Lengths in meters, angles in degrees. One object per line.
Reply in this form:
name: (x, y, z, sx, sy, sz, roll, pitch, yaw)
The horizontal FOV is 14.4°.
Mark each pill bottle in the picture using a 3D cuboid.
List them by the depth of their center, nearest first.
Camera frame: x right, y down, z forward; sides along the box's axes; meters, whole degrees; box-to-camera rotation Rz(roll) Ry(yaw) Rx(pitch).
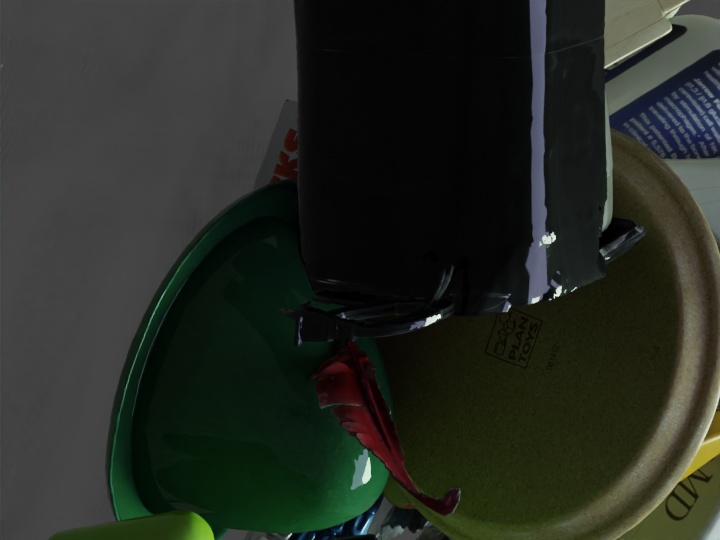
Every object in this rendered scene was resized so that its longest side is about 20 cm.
pill bottle: (0.146, -0.056, 1.386, 0.200, 0.111, 0.111, -32, 149, -28)

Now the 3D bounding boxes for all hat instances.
hat: (0.009, 0.072, 1.152, 0.200, 0.175, 0.166, -43, 143, -45)

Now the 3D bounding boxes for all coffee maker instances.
coffee maker: (0.038, -0.093, 1.070, 0.192, 0.134, 0.201, -69, 156, -75)

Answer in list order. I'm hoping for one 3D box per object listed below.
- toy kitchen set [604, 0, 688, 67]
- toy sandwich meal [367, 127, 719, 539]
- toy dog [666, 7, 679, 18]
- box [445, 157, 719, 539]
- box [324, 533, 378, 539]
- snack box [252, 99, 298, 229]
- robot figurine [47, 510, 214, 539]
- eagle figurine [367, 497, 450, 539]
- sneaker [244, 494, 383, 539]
toy kitchen set: (0.045, -0.159, 1.287, 0.199, 0.181, 0.163, -30, -178, -22)
toy sandwich meal: (0.080, 0.034, 1.211, 0.070, 0.205, 0.206, 12, 98, -51)
toy dog: (0.125, -0.183, 1.446, 0.193, 0.140, 0.200, -10, 140, -45)
box: (0.168, 0.064, 1.309, 0.200, 0.131, 0.199, -4, 129, -54)
box: (-0.017, 0.257, 1.275, 0.197, 0.117, 0.201, 62, 22, -49)
snack box: (-0.050, 0.027, 1.257, 0.072, 0.024, 0.201, 29, 80, -79)
robot figurine: (-0.074, 0.181, 1.101, 0.200, 0.115, 0.176, -107, 173, -75)
eagle figurine: (0.061, 0.083, 1.477, 0.151, 0.152, 0.200, -41, 148, -16)
sneaker: (-0.030, 0.148, 1.448, 0.087, 0.075, 0.201, 107, 8, -72)
